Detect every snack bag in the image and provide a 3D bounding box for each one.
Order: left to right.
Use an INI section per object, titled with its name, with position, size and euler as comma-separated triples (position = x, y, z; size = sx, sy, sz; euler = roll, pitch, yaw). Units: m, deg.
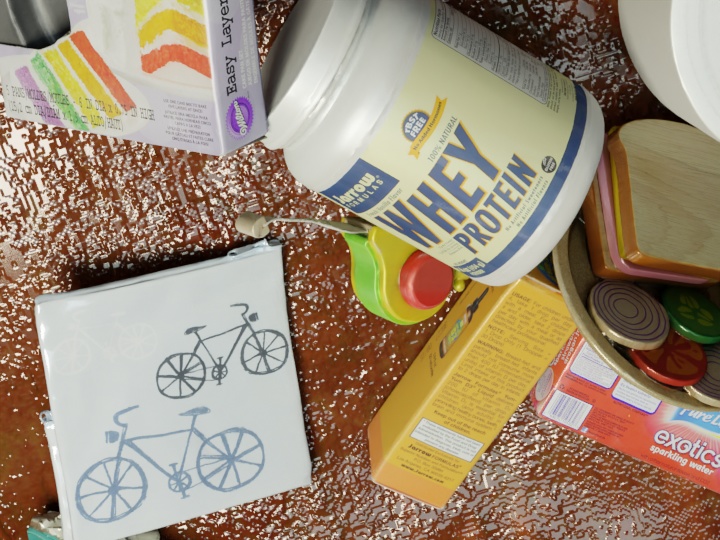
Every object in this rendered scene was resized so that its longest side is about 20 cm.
[snack bag]
position = -0.133, 0.087, 1.174
size = 0.187, 0.021, 0.202
euler = -14, 113, -17

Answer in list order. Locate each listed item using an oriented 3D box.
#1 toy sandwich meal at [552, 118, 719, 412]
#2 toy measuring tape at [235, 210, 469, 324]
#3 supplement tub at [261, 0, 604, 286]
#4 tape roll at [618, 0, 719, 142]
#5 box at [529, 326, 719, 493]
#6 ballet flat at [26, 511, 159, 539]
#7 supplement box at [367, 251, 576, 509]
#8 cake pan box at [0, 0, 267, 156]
[toy sandwich meal]
position = 0.216, -0.005, 1.109
size = 0.204, 0.206, 0.070
euler = 23, 141, -15
[toy measuring tape]
position = 0.000, 0.000, 1.125
size = 0.199, 0.074, 0.074
euler = 3, 116, -38
[supplement tub]
position = 0.040, -0.095, 1.070
size = 0.199, 0.145, 0.146
euler = 28, 108, -17
[tape roll]
position = 0.275, -0.171, 1.053
size = 0.201, 0.139, 0.205
euler = -1, 104, -5
[box]
position = 0.223, 0.078, 1.192
size = 0.199, 0.096, 0.100
euler = 23, 110, -15
[ballet flat]
position = -0.152, 0.230, 1.230
size = 0.199, 0.072, 0.072
euler = 37, 106, -1
[supplement box]
position = 0.080, 0.071, 1.173
size = 0.068, 0.067, 0.201
euler = 23, 119, -16
[cake pan box]
position = -0.152, -0.174, 1.011
size = 0.199, 0.052, 0.186
euler = 14, 118, 34
